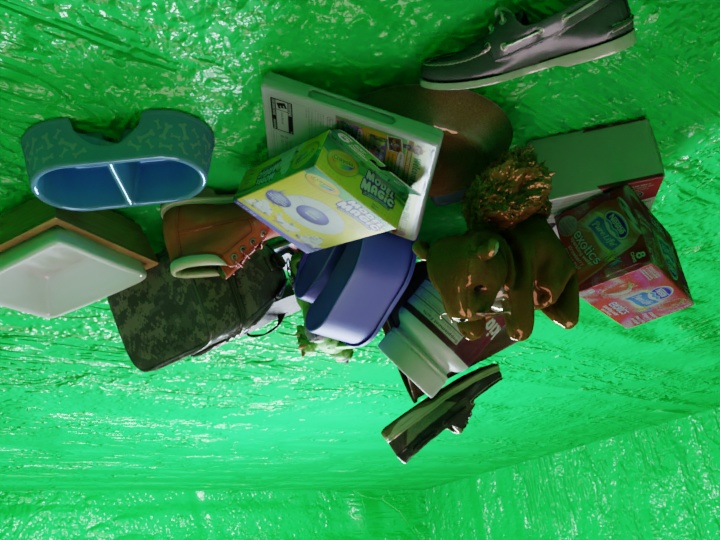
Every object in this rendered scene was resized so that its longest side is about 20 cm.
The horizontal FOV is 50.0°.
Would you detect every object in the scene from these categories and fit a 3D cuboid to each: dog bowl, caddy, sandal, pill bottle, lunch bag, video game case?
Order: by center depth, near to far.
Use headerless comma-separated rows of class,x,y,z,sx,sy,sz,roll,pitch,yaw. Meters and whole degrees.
dog bowl,-0.248,-0.109,0.798,0.195,0.051,0.112,-5,157,-4
video game case,-0.013,-0.112,0.806,0.179,0.022,0.201,20,156,6
pill bottle,0.120,0.052,0.972,0.201,0.114,0.114,-48,152,-1
caddy,0.000,0.000,0.974,0.103,0.142,0.202,14,122,-29
lunch bag,-0.211,0.035,1.033,0.198,0.142,0.167,-25,180,38
sandal,-0.153,0.073,1.248,0.198,0.044,0.075,-26,150,36

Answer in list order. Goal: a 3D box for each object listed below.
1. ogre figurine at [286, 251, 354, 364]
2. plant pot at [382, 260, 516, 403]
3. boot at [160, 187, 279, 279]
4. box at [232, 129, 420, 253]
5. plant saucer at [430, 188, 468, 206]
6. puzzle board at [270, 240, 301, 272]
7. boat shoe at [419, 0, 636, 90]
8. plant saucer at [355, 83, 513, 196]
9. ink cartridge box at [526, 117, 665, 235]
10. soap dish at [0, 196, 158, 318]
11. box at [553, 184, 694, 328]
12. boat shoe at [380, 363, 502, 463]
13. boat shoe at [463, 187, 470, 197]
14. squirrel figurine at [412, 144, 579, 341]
ogre figurine,-0.049,0.059,1.111,0.096,0.122,0.201,-7,156,-3
plant pot,0.129,0.060,1.123,0.195,0.203,0.201,-22,157,-3
boot,-0.136,-0.040,0.920,0.195,0.109,0.075,-5,155,-10
box,-0.038,-0.079,0.813,0.117,0.049,0.198,35,152,-27
plant saucer,0.104,-0.129,0.903,0.068,0.019,0.200,-12,155,9
puzzle board,-0.031,-0.013,1.126,0.148,0.018,0.200,-17,155,21
boat shoe,0.144,-0.212,0.699,0.196,0.073,0.063,-9,115,20
plant saucer,0.065,-0.127,0.829,0.195,0.036,0.201,3,159,1
ink cartridge box,0.281,-0.088,0.965,0.143,0.085,0.201,-11,156,6
soap dish,-0.367,-0.018,0.925,0.197,0.083,0.157,-19,154,26
box,0.319,-0.009,0.925,0.094,0.102,0.199,-23,152,28
boat shoe,0.124,0.203,1.097,0.198,0.067,0.072,-28,173,-16
boat shoe,0.183,-0.072,0.985,0.065,0.072,0.200,-48,153,-2
squirrel figurine,0.134,-0.027,0.803,0.140,0.205,0.185,6,178,39
